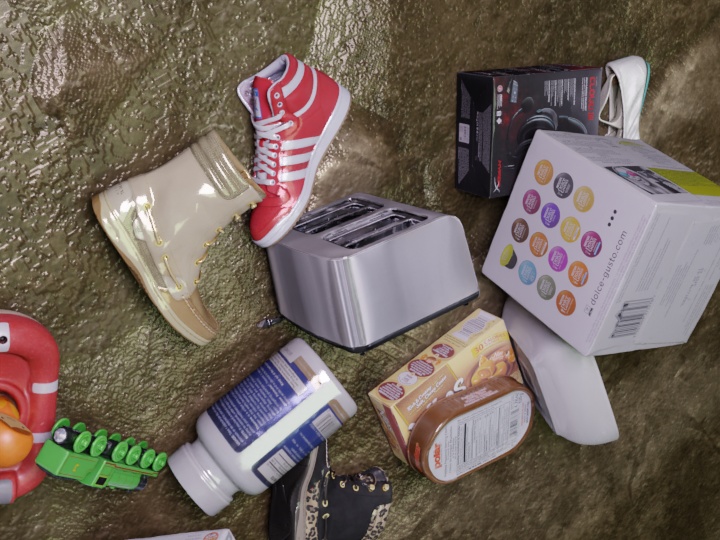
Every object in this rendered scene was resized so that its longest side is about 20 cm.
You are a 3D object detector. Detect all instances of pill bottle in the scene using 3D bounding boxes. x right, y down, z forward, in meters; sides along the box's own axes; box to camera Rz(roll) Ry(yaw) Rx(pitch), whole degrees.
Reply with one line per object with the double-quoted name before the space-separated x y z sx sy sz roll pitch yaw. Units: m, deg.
"pill bottle" -0.111 0.177 1.054 0.200 0.111 0.111 -39 123 -8

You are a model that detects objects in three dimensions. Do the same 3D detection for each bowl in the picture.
"bowl" 0.254 0.125 1.255 0.074 0.200 0.200 -23 116 -2

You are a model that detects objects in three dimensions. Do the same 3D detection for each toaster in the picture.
"toaster" 0.000 0.000 1.048 0.200 0.181 0.119 -23 113 -27

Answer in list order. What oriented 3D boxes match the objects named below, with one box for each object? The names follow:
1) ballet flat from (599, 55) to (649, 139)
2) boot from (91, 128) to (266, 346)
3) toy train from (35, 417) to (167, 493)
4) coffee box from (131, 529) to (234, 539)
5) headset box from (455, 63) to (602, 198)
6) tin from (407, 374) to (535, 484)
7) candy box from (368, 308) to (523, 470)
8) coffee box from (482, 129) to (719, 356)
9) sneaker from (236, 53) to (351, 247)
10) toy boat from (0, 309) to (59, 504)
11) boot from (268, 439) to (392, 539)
"ballet flat" 0.352 -0.193 1.299 0.069 0.069 0.201 -5 103 -32
"boot" -0.159 -0.031 0.976 0.155 0.073 0.200 -31 115 -2
"toy train" -0.260 0.195 0.966 0.056 0.042 0.200 -62 158 -10
"coffee box" -0.211 0.414 0.965 0.198 0.199 0.200 -70 143 -54
"headset box" 0.221 -0.182 1.200 0.200 0.077 0.149 -10 110 -29
"tin" 0.149 0.206 1.231 0.200 0.042 0.112 -18 116 -31
"candy box" 0.116 0.155 1.247 0.200 0.055 0.116 -35 122 -20
"coffee box" 0.306 -0.037 1.147 0.200 0.198 0.200 -3 123 -37
"sneaker" -0.095 -0.133 1.008 0.112 0.071 0.200 31 79 -40
"toy boat" -0.344 0.140 0.889 0.130 0.131 0.201 -1 105 -34
"boot" -0.032 0.260 1.172 0.150 0.073 0.201 4 92 -40
